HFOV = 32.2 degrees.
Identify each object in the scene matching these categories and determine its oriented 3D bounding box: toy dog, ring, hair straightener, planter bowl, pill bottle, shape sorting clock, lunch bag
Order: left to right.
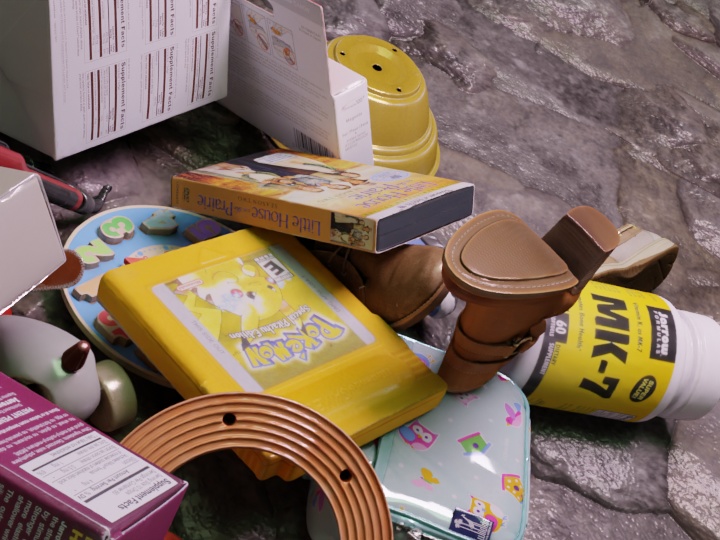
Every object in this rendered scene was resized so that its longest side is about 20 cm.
[{"bbox_3d":[-0.271,-0.086,0.966,0.077,0.041,0.200,33,10,33],"label":"hair straightener"},{"bbox_3d":[-0.237,0.036,0.869,0.200,0.096,0.132,36,40,8],"label":"toy dog"},{"bbox_3d":[-0.139,0.017,0.989,0.200,0.039,0.200,16,42,-15],"label":"shape sorting clock"},{"bbox_3d":[-0.078,0.175,0.780,0.200,0.201,0.019,20,-3,-10],"label":"ring"},{"bbox_3d":[0.004,-0.173,1.233,0.200,0.084,0.201,16,42,-15],"label":"planter bowl"},{"bbox_3d":[0.043,0.140,0.930,0.160,0.077,0.200,23,36,-7],"label":"lunch bag"},{"bbox_3d":[0.206,0.068,1.073,0.200,0.114,0.114,11,43,-19],"label":"pill bottle"}]

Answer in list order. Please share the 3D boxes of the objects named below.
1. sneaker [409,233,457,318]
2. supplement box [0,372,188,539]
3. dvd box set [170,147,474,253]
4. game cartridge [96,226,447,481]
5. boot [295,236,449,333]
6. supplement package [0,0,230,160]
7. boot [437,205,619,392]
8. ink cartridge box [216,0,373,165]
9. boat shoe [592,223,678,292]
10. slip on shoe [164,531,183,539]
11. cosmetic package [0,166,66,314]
[{"bbox_3d":[0.004,-0.021,1.092,0.077,0.076,0.200,-25,53,-37],"label":"sneaker"},{"bbox_3d":[-0.222,0.137,0.708,0.200,0.131,0.103,29,14,12],"label":"supplement box"},{"bbox_3d":[-0.030,-0.060,0.997,0.200,0.029,0.146,14,22,33],"label":"dvd box set"},{"bbox_3d":[-0.061,0.050,0.893,0.200,0.032,0.176,42,39,25],"label":"game cartridge"},{"bbox_3d":[0.000,0.000,0.972,0.075,0.200,0.074,42,68,-25],"label":"boot"},{"bbox_3d":[-0.244,-0.215,1.048,0.191,0.147,0.200,26,36,29],"label":"supplement package"},{"bbox_3d":[0.094,0.032,0.896,0.200,0.155,0.074,-9,55,-49],"label":"boot"},{"bbox_3d":[-0.072,-0.194,1.100,0.044,0.174,0.200,-31,46,-28],"label":"ink cartridge box"},{"bbox_3d":[0.222,0.004,1.191,0.200,0.074,0.066,-17,45,-42],"label":"boat shoe"},{"bbox_3d":[-0.169,0.167,0.799,0.200,0.061,0.074,32,39,0],"label":"slip on shoe"},{"bbox_3d":[-0.308,-0.026,0.835,0.200,0.071,0.105,13,40,32],"label":"cosmetic package"}]
